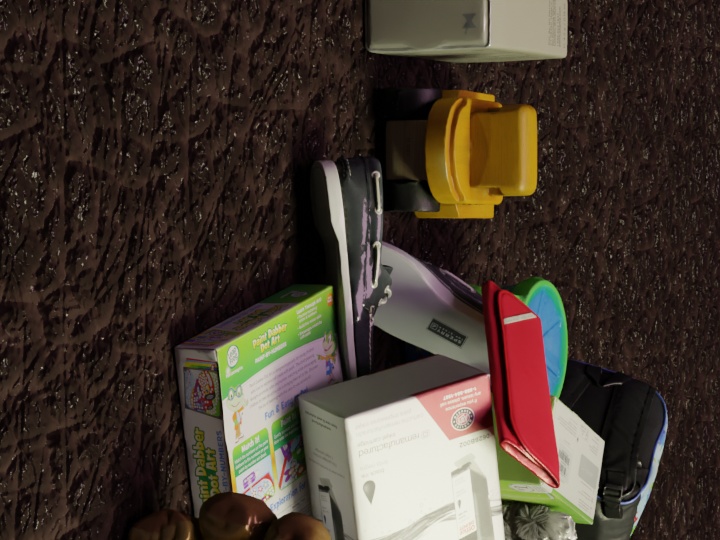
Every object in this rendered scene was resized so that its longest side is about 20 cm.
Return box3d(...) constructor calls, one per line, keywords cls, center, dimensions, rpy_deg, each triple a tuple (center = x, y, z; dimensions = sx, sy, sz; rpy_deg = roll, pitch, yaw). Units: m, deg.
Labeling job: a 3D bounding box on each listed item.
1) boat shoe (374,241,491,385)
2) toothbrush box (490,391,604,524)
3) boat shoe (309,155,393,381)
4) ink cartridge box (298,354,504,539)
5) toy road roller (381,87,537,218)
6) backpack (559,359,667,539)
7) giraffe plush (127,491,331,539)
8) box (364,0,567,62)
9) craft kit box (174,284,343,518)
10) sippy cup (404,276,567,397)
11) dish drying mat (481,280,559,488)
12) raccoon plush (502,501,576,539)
box3d(cls="boat shoe", center=(0.068, 0.029, 1.699), dimensions=(0.072, 0.200, 0.068), rpy_deg=(-58, -177, 23))
box3d(cls="toothbrush box", center=(0.105, 0.169, 1.722), dimensions=(0.146, 0.200, 0.086), rpy_deg=(42, 56, -57))
box3d(cls="boat shoe", center=(0.000, 0.000, 1.626), dimensions=(0.076, 0.060, 0.200), rpy_deg=(-153, -123, -70))
box3d(cls="ink cartridge box", center=(0.039, 0.188, 1.566), dimensions=(0.147, 0.083, 0.200), rpy_deg=(-15, 107, -27))
box3d(cls="toy road roller", center=(0.112, -0.111, 1.782), dimensions=(0.200, 0.146, 0.123), rpy_deg=(-3, 94, -63))
box3d(cls="backpack", center=(0.224, 0.199, 1.992), dimensions=(0.200, 0.183, 0.147), rpy_deg=(-56, 162, -48))
box3d(cls="giraffe plush", center=(-0.090, 0.284, 1.413), dimensions=(0.200, 0.173, 0.162), rpy_deg=(-69, 155, -18))
box3d(cls="box", center=(0.103, -0.258, 1.779), dimensions=(0.200, 0.128, 0.109), rpy_deg=(-6, 96, -63))
box3d(cls="craft kit box", center=(-0.075, 0.130, 1.543), dimensions=(0.200, 0.048, 0.198), rpy_deg=(-28, 118, -60))
box3d(cls="sippy cup", center=(0.118, 0.074, 1.820), dimensions=(0.140, 0.130, 0.178), rpy_deg=(-43, 129, -56))
box3d(cls="dish drying mat", center=(0.138, 0.093, 1.606), dimensions=(0.077, 0.018, 0.200), rpy_deg=(40, 29, -30))
box3d(cls="raccoon plush", center=(0.104, 0.274, 1.722), dimensions=(0.134, 0.200, 0.097), rpy_deg=(63, 36, -60))
